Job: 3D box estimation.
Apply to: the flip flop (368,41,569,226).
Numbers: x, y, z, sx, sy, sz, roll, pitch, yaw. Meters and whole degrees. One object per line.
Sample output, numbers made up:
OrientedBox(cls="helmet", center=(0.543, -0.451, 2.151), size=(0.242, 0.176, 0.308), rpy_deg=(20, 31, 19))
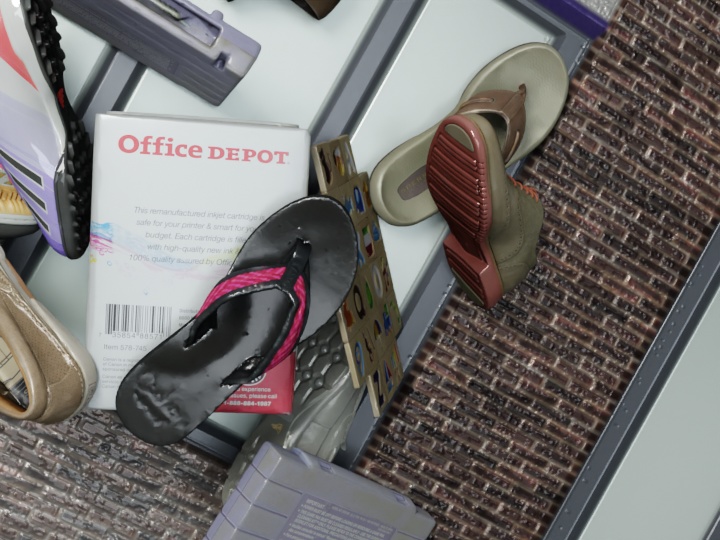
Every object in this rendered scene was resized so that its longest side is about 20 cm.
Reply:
OrientedBox(cls="flip flop", center=(0.093, -0.107, 0.827), size=(0.200, 0.058, 0.081), rpy_deg=(-37, 103, -11))

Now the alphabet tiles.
OrientedBox(cls="alphabet tiles", center=(0.000, 0.000, 0.774), size=(0.006, 0.166, 0.201), rpy_deg=(-11, 100, 15))

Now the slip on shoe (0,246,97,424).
OrientedBox(cls="slip on shoe", center=(-0.259, 0.025, 0.668), size=(0.200, 0.061, 0.076), rpy_deg=(45, 106, 9))

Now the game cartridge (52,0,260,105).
OrientedBox(cls="game cartridge", center=(-0.170, -0.188, 0.720), size=(0.200, 0.130, 0.038), rpy_deg=(30, 86, -14))

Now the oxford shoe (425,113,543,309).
OrientedBox(cls="oxford shoe", center=(0.101, -0.055, 0.799), size=(0.075, 0.070, 0.200), rpy_deg=(-33, 146, -14))

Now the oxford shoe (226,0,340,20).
OrientedBox(cls="oxford shoe", center=(-0.099, -0.249, 0.766), size=(0.199, 0.073, 0.085), rpy_deg=(25, 93, -13))

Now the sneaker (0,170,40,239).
OrientedBox(cls="sneaker", center=(-0.328, -0.026, 0.753), size=(0.199, 0.076, 0.088), rpy_deg=(-1, 111, -8))

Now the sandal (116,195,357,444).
OrientedBox(cls="sandal", center=(-0.074, 0.037, 0.659), size=(0.075, 0.045, 0.200), rpy_deg=(44, 89, -10))

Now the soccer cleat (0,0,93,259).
OrientedBox(cls="soccer cleat", center=(-0.232, -0.099, 0.706), size=(0.073, 0.068, 0.201), rpy_deg=(-6, 118, 3))

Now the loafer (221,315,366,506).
OrientedBox(cls="loafer", center=(-0.039, 0.118, 0.832), size=(0.070, 0.070, 0.200), rpy_deg=(34, 87, -49))

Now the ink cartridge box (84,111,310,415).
OrientedBox(cls="ink cartridge box", center=(-0.120, -0.011, 0.751), size=(0.145, 0.145, 0.201), rpy_deg=(4, 97, -10))

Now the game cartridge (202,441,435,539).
OrientedBox(cls="game cartridge", center=(-0.035, 0.217, 0.813), size=(0.200, 0.038, 0.130), rpy_deg=(34, 85, -43))
